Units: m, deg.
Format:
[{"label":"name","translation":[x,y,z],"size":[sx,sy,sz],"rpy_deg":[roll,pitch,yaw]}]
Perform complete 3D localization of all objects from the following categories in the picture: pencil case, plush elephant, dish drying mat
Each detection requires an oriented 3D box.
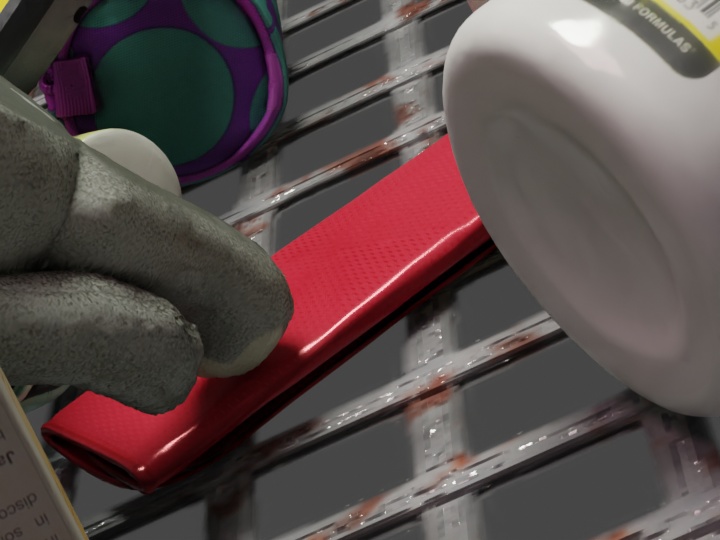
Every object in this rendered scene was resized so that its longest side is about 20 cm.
[{"label":"pencil case","translation":[-0.080,-0.101,0.995],"size":[0.092,0.086,0.200],"rpy_deg":[4,19,-8]},{"label":"plush elephant","translation":[-0.136,0.016,0.665],"size":[0.155,0.164,0.200],"rpy_deg":[-55,-12,4]},{"label":"dish drying mat","translation":[0.000,0.000,0.766],"size":[0.200,0.018,0.077],"rpy_deg":[-37,24,-19]}]

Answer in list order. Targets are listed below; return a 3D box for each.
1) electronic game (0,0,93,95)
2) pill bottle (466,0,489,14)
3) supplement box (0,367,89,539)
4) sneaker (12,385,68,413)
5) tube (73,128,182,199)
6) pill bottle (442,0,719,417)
[{"label":"electronic game","translation":[-0.127,-0.114,0.937],"size":[0.200,0.042,0.200],"rpy_deg":[-49,21,26]},{"label":"pill bottle","translation":[0.119,-0.133,0.778],"size":[0.114,0.115,0.200],"rpy_deg":[-10,21,39]},{"label":"supplement box","translation":[-0.099,0.049,0.525],"size":[0.073,0.201,0.126],"rpy_deg":[-28,20,-8]},{"label":"sneaker","translation":[-0.166,0.042,0.786],"size":[0.200,0.074,0.118],"rpy_deg":[-39,16,-32]},{"label":"tube","translation":[-0.139,-0.017,0.934],"size":[0.200,0.058,0.052],"rpy_deg":[-6,64,54]},{"label":"pill bottle","translation":[0.126,-0.063,0.622],"size":[0.200,0.113,0.112],"rpy_deg":[-35,22,-18]}]
